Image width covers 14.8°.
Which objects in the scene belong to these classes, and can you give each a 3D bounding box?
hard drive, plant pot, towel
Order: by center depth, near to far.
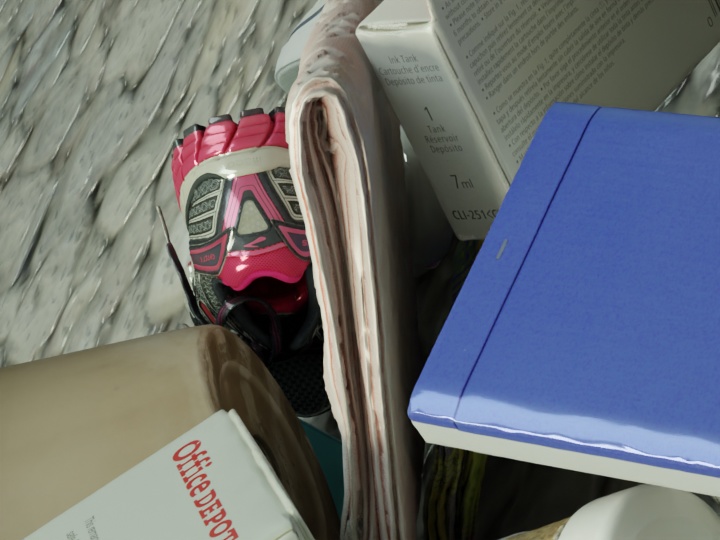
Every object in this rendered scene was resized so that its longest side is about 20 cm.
[{"bbox_3d":[0.127,0.011,0.886,0.199,0.025,0.132,8,59,33],"label":"hard drive"},{"bbox_3d":[0.000,0.000,1.043,0.200,0.032,0.192,-81,-14,-75],"label":"towel"},{"bbox_3d":[0.045,0.013,1.092,0.144,0.023,0.201,94,-177,-50],"label":"towel"},{"bbox_3d":[-0.108,0.111,1.103,0.173,0.200,0.200,-26,35,13],"label":"plant pot"}]

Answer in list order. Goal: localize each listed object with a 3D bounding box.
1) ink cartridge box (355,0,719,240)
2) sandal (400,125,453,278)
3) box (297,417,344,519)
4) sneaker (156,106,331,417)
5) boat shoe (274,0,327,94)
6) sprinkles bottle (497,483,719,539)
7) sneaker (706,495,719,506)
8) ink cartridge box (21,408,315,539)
[{"bbox_3d":[0.070,-0.139,1.019,0.045,0.177,0.200,-1,35,45],"label":"ink cartridge box"},{"bbox_3d":[0.021,-0.033,1.233,0.203,0.050,0.083,-141,47,-76],"label":"sandal"},{"bbox_3d":[-0.071,0.156,1.216,0.201,0.049,0.082,-64,26,-5],"label":"box"},{"bbox_3d":[-0.040,0.014,1.173,0.080,0.200,0.075,-12,60,4],"label":"sneaker"},{"bbox_3d":[0.016,-0.129,1.314,0.200,0.073,0.067,-12,57,60],"label":"boat shoe"},{"bbox_3d":[0.050,0.130,0.990,0.200,0.068,0.069,-27,42,51],"label":"sprinkles bottle"},{"bbox_3d":[0.109,0.031,0.955,0.082,0.088,0.200,-62,25,-2],"label":"sneaker"},{"bbox_3d":[-0.096,0.150,0.955,0.200,0.083,0.146,-33,17,-3],"label":"ink cartridge box"}]
